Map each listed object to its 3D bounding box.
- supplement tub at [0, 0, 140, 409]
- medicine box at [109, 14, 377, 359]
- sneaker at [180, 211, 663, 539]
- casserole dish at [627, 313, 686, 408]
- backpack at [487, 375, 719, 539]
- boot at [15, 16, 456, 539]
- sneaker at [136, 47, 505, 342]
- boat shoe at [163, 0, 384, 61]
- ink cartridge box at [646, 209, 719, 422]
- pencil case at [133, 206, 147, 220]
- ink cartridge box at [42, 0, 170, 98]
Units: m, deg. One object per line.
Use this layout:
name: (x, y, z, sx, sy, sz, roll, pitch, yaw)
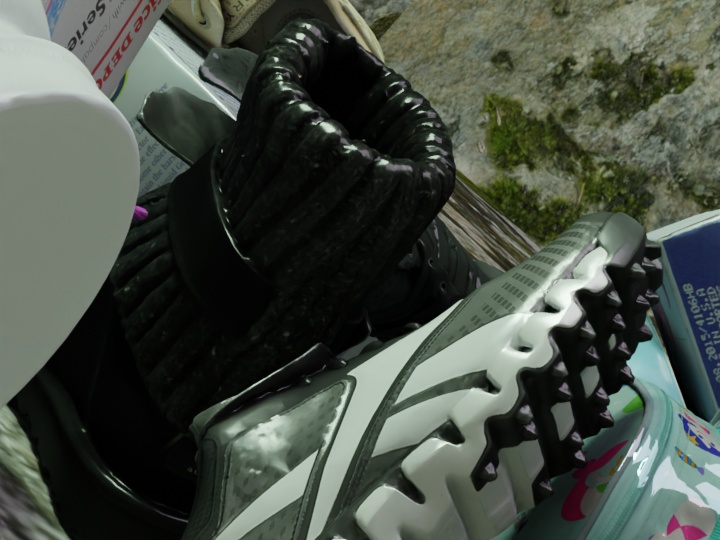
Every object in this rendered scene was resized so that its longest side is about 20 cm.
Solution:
supplement tub: (-0.158, -0.053, 0.529, 0.200, 0.140, 0.140, 44, 7, 20)
medicine box: (-0.080, -0.038, 1.047, 0.200, 0.103, 0.182, 45, 7, 29)
sneaker: (0.001, 0.047, 0.660, 0.090, 0.200, 0.066, 31, -22, 26)
casserole dish: (0.110, 0.068, 0.927, 0.200, 0.039, 0.121, -66, 135, -81)
backpack: (0.107, 0.113, 0.716, 0.151, 0.200, 0.178, 41, 7, -4)
boot: (-0.051, -0.017, 0.768, 0.079, 0.158, 0.211, 15, 21, -32)
sneaker: (0.003, -0.001, 0.881, 0.200, 0.060, 0.104, 55, 23, -10)
boat shoe: (-0.053, -0.129, 1.033, 0.200, 0.071, 0.065, 39, 6, -29)
ink cartridge box: (0.157, 0.074, 0.958, 0.200, 0.043, 0.197, 14, 56, -88)
pencil case: (-0.162, -0.050, 0.700, 0.200, 0.092, 0.085, 43, 8, 10)
ink cartridge box: (-0.119, -0.121, 0.865, 0.067, 0.117, 0.200, 20, -25, 20)
